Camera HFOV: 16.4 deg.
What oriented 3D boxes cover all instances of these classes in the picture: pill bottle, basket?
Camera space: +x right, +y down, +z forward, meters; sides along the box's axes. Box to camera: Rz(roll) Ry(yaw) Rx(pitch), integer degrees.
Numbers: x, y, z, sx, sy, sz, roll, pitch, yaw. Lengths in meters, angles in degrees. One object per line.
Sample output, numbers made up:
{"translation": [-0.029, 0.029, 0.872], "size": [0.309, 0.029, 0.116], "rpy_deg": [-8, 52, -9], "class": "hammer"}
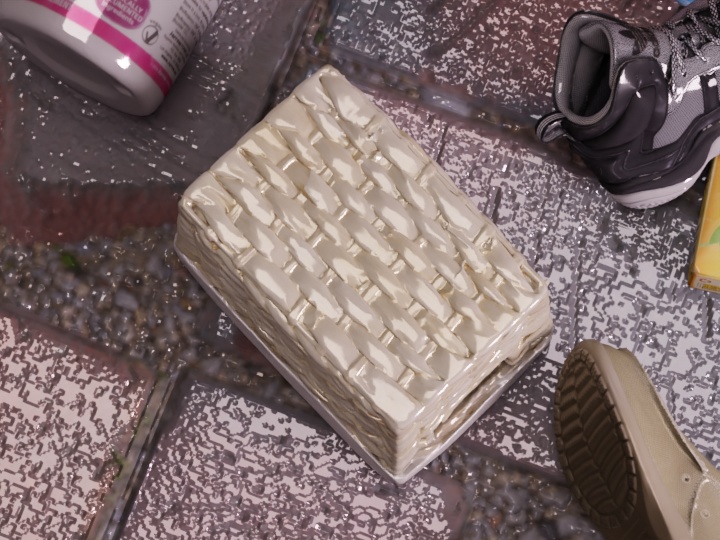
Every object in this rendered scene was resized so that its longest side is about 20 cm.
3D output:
{"translation": [-0.120, -0.203, 1.466], "size": [0.113, 0.113, 0.201], "rpy_deg": [28, 79, 8], "class": "pill bottle"}
{"translation": [0.000, 0.000, 1.411], "size": [0.135, 0.123, 0.200], "rpy_deg": [-43, 79, -9], "class": "basket"}

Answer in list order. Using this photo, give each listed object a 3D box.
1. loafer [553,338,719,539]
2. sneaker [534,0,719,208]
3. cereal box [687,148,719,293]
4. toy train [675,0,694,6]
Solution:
{"translation": [0.172, 0.128, 1.406], "size": [0.068, 0.076, 0.201], "rpy_deg": [-11, 68, -32], "class": "loafer"}
{"translation": [0.185, -0.127, 1.408], "size": [0.200, 0.114, 0.076], "rpy_deg": [-48, 47, 16], "class": "sneaker"}
{"translation": [0.301, -0.041, 1.454], "size": [0.199, 0.040, 0.145], "rpy_deg": [13, 77, 4], "class": "cereal box"}
{"translation": [0.240, -0.233, 1.480], "size": [0.199, 0.087, 0.115], "rpy_deg": [-18, 68, 0], "class": "toy train"}
